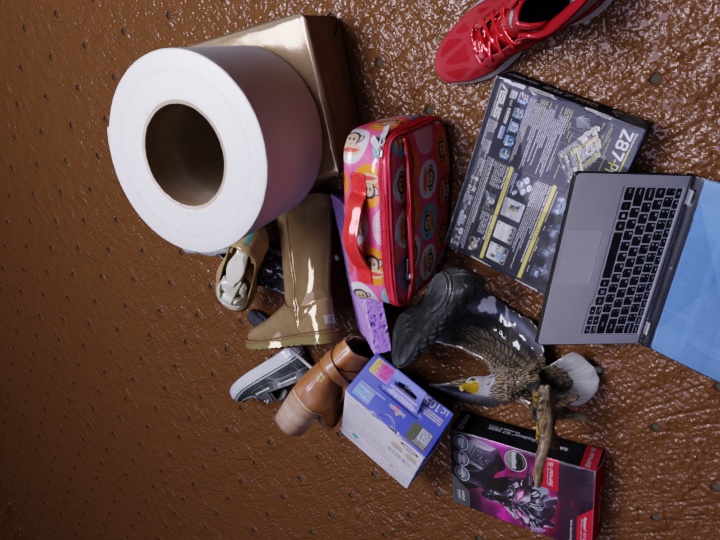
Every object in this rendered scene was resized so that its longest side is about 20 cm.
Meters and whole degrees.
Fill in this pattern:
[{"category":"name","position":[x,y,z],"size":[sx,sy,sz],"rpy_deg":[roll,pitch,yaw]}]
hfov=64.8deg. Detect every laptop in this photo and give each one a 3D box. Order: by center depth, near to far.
[{"category":"laptop","position":[0.294,0.017,0.537],"size":[0.193,0.117,0.193],"rpy_deg":[0,116,-8]}]

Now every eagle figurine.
[{"category":"eagle figurine","position":[0.169,0.127,0.694],"size":[0.154,0.150,0.200],"rpy_deg":[-54,30,1]}]

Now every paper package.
[{"category":"paper package","position":[-0.112,-0.207,0.727],"size":[0.194,0.103,0.196],"rpy_deg":[-5,108,24]}]

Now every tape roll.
[{"category":"tape roll","position":[-0.156,-0.140,0.634],"size":[0.197,0.139,0.209],"rpy_deg":[8,114,19]}]

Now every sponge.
[{"category":"sponge","position":[0.000,0.000,0.764],"size":[0.112,0.029,0.206],"rpy_deg":[-129,27,-71]}]

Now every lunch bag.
[{"category":"lunch bag","position":[0.037,-0.069,0.653],"size":[0.080,0.175,0.206],"rpy_deg":[10,116,32]}]

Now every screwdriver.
[{"category":"screwdriver","position":[-0.131,0.113,0.916],"size":[0.199,0.029,0.028],"rpy_deg":[32,93,47]}]

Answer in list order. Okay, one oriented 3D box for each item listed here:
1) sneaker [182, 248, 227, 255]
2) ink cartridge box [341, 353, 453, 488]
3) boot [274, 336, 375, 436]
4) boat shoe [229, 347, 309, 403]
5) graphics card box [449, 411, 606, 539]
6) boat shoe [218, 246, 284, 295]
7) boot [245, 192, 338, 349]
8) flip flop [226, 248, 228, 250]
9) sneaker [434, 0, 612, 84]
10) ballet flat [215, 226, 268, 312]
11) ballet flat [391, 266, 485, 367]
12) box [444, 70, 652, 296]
[{"category":"sneaker","position":[-0.226,-0.123,0.859],"size":[0.086,0.075,0.206],"rpy_deg":[7,112,11]},{"category":"ink cartridge box","position":[0.047,0.207,0.785],"size":[0.135,0.076,0.202],"rpy_deg":[36,153,18]},{"category":"boot","position":[-0.028,0.161,0.833],"size":[0.074,0.199,0.156],"rpy_deg":[43,102,12]},{"category":"boat shoe","position":[-0.157,0.195,0.979],"size":[0.199,0.071,0.072],"rpy_deg":[-37,83,38]},{"category":"graphics card box","position":[0.216,0.275,0.754],"size":[0.195,0.051,0.129],"rpy_deg":[9,115,34]},{"category":"boat shoe","position":[-0.157,-0.007,0.895],"size":[0.198,0.066,0.071],"rpy_deg":[36,127,19]},{"category":"boot","position":[-0.102,0.007,0.824],"size":[0.171,0.066,0.207],"rpy_deg":[-9,82,30]},{"category":"flip flop","position":[-0.206,-0.113,0.802],"size":[0.058,0.079,0.205],"rpy_deg":[-126,17,-63]},{"category":"sneaker","position":[0.136,-0.239,0.545],"size":[0.197,0.115,0.080],"rpy_deg":[-23,96,40]},{"category":"ballet flat","position":[-0.184,0.010,0.830],"size":[0.067,0.064,0.202],"rpy_deg":[24,135,-1]},{"category":"ballet flat","position":[0.084,0.066,0.683],"size":[0.201,0.055,0.068],"rpy_deg":[122,147,-52]},{"category":"box","position":[0.192,-0.088,0.615],"size":[0.159,0.049,0.205],"rpy_deg":[29,124,25]}]
